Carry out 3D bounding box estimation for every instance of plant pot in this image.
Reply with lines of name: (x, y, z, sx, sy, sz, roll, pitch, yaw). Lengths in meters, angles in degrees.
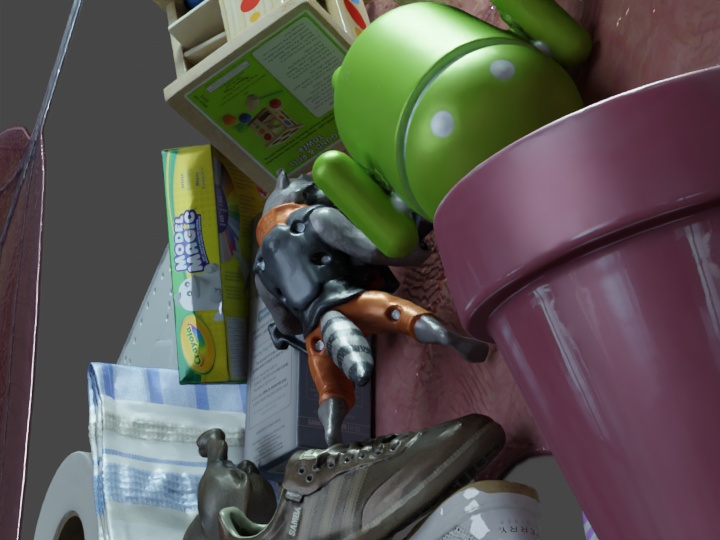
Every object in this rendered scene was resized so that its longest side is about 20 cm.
plant pot: (0.147, 0.033, 0.747, 0.200, 0.199, 0.180, -39, 62, 56)

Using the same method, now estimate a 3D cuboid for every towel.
towel: (-0.132, 0.150, 1.347, 0.201, 0.146, 0.024, -103, 28, -43)

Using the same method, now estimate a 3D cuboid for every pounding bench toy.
pounding bench toy: (-0.035, -0.190, 1.288, 0.199, 0.124, 0.157, -33, 43, 19)

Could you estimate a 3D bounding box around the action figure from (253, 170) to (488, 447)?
action figure: (0.000, 0.000, 1.138, 0.200, 0.104, 0.194, -51, 51, 19)

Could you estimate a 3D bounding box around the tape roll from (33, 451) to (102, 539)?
tape roll: (-0.170, 0.250, 1.403, 0.203, 0.138, 0.204, 145, 129, -58)

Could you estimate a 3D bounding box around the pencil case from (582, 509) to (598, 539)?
pencil case: (0.131, 0.090, 0.863, 0.085, 0.084, 0.201, -31, 49, 34)

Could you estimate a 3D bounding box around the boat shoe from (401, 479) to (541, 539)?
boat shoe: (0.039, 0.197, 1.043, 0.200, 0.070, 0.070, -52, 36, 44)

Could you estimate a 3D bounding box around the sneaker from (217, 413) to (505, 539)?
sneaker: (-0.008, 0.130, 1.060, 0.200, 0.070, 0.076, -38, 79, 20)

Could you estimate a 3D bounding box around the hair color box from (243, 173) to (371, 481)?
hair color box: (-0.037, 0.044, 1.286, 0.099, 0.060, 0.201, 145, 130, -58)

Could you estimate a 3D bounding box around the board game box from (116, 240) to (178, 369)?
board game box: (-0.169, 0.093, 1.600, 0.201, 0.026, 0.201, -62, 30, 34)

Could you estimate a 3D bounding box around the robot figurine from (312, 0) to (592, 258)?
robot figurine: (0.058, -0.089, 1.052, 0.175, 0.116, 0.200, -45, 32, -2)

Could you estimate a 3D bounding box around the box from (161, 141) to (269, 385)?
box: (-0.103, -0.015, 1.350, 0.117, 0.048, 0.202, 12, -106, -71)

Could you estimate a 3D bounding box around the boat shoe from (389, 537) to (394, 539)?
boat shoe: (-0.017, 0.220, 1.169, 0.201, 0.070, 0.091, 114, 153, -45)

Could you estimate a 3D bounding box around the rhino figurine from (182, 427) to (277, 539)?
rhino figurine: (-0.100, 0.218, 1.231, 0.087, 0.059, 0.201, -129, 49, -66)
